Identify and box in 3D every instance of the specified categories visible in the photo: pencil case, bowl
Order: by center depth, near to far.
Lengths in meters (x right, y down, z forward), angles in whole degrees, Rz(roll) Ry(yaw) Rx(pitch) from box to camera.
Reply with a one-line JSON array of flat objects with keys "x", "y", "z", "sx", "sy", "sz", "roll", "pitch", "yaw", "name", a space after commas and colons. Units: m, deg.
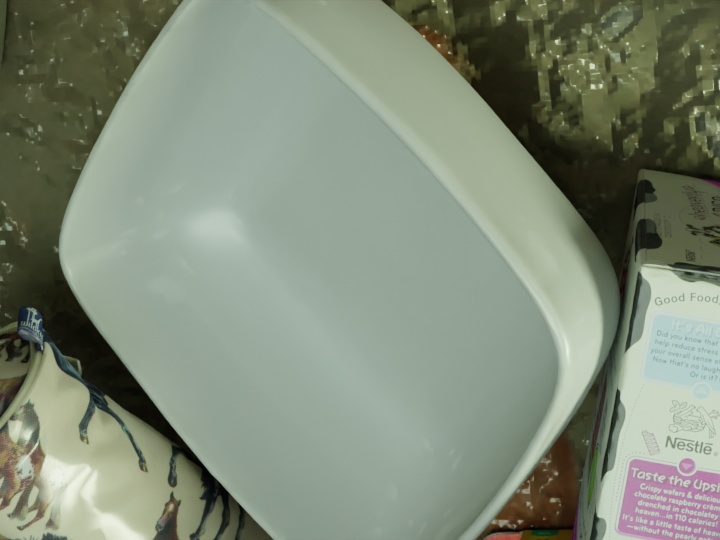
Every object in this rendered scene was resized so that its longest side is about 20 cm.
[{"x": 0.000, "y": 0.000, "z": 1.053, "sx": 0.200, "sy": 0.075, "sz": 0.200, "roll": 49, "pitch": 139, "yaw": 12, "name": "bowl"}, {"x": -0.083, "y": 0.098, "z": 1.127, "sx": 0.078, "sy": 0.090, "sz": 0.200, "roll": -24, "pitch": 126, "yaw": 40, "name": "pencil case"}]

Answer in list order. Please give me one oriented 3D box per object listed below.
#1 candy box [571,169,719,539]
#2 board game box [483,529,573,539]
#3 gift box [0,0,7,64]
[{"x": 0.110, "y": 0.078, "z": 1.046, "sx": 0.061, "sy": 0.136, "sz": 0.201, "roll": 9, "pitch": 107, "yaw": 3, "name": "candy box"}, {"x": 0.146, "y": 0.146, "z": 1.148, "sx": 0.199, "sy": 0.030, "sz": 0.096, "roll": -2, "pitch": 113, "yaw": 18, "name": "board game box"}, {"x": -0.228, "y": -0.139, "z": 1.027, "sx": 0.184, "sy": 0.187, "sz": 0.201, "roll": 7, "pitch": 116, "yaw": 11, "name": "gift box"}]
